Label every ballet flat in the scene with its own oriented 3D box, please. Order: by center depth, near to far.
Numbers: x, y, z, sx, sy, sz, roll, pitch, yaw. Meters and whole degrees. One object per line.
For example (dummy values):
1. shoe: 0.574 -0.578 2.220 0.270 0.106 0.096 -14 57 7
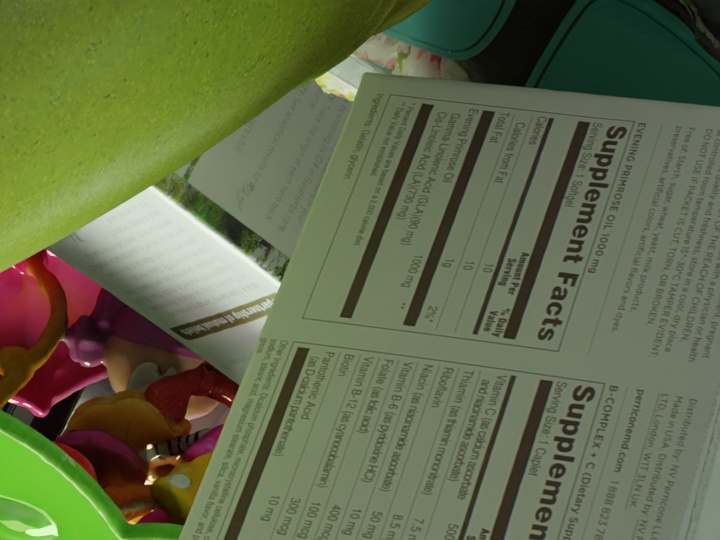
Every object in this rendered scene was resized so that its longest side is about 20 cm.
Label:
1. ballet flat: 0.036 -0.057 0.685 0.200 0.076 0.064 36 -176 -9

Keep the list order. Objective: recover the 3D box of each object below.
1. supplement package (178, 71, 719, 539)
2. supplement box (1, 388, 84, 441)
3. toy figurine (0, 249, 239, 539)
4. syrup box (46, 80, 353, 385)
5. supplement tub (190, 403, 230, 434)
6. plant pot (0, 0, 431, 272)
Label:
1. supplement package: 0.049 0.077 0.643 0.110 0.156 0.200 8 145 20
2. supplement box: -0.209 0.055 1.070 0.110 0.086 0.200 37 152 -22
3. toy figurine: -0.086 0.042 0.837 0.199 0.184 0.151 11 129 9
4. syrup box: 0.000 0.000 0.788 0.200 0.079 0.081 37 152 -21
5. supplement tub: -0.056 0.132 0.956 0.145 0.146 0.200 37 129 -20
6. plant pot: -0.094 -0.082 0.535 0.200 0.193 0.201 19 134 21
